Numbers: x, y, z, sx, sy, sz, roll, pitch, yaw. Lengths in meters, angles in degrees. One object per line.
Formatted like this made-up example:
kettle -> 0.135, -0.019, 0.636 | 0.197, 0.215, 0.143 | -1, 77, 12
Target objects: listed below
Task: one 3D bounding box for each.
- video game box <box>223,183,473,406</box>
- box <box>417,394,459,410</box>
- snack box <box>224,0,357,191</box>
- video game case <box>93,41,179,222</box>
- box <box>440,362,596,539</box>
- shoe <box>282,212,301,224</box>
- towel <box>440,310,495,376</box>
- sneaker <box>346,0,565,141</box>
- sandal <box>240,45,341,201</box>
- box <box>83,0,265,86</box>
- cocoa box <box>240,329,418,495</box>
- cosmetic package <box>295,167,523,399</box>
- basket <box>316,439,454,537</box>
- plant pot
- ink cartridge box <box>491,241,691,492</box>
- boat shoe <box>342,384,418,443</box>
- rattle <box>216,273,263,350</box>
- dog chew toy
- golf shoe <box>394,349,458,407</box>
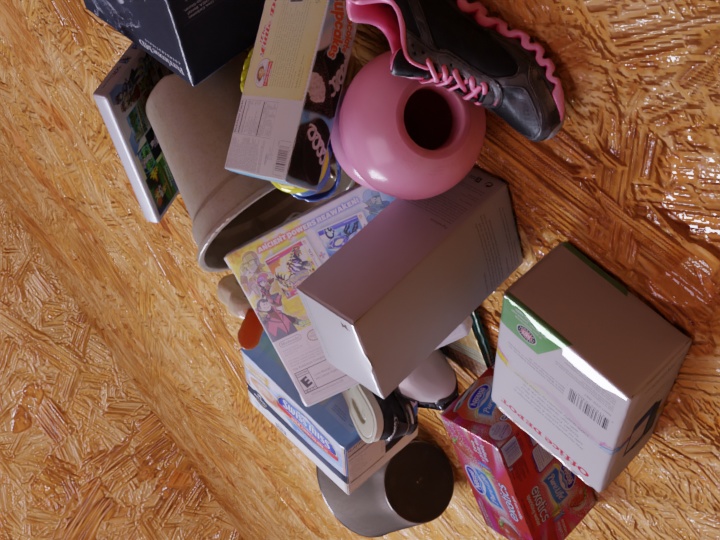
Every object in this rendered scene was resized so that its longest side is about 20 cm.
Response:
video game box -> -0.013, 0.019, 1.182 | 0.183, 0.199, 0.047 | 61, -161, -11
box -> 0.029, 0.087, 1.459 | 0.201, 0.036, 0.143 | 54, 159, -13
snack box -> -0.055, -0.176, 0.999 | 0.037, 0.202, 0.116 | 13, -177, -34
video game case -> -0.221, -0.186, 1.313 | 0.022, 0.183, 0.201 | 14, 145, 20
box -> 0.177, 0.211, 1.272 | 0.095, 0.100, 0.201 | 26, 149, 47
shoe -> 0.000, 0.000, 1.227 | 0.198, 0.070, 0.054 | 27, 134, 3
towel -> 0.080, 0.029, 1.279 | 0.146, 0.022, 0.201 | 28, 151, 45
sneaker -> 0.068, -0.163, 0.880 | 0.200, 0.095, 0.079 | 46, 157, 8
sandal -> -0.063, -0.144, 1.114 | 0.087, 0.079, 0.202 | 52, -154, -57
box -> -0.203, -0.323, 1.132 | 0.196, 0.117, 0.201 | 37, 157, 31
cocoa box -> -0.038, 0.154, 1.469 | 0.200, 0.133, 0.132 | 40, 155, 26
cosmetic package -> 0.050, 0.004, 1.045 | 0.085, 0.200, 0.108 | 31, 152, 40
basket -> 0.042, 0.308, 1.673 | 0.181, 0.136, 0.200 | 58, 155, -6
plant pot -> -0.131, -0.131, 1.240 | 0.184, 0.199, 0.201 | 58, 161, 12
ink cartridge box -> 0.200, 0.092, 1.046 | 0.145, 0.087, 0.201 | 40, 155, 25
boat shoe -> 0.007, 0.116, 1.378 | 0.072, 0.067, 0.201 | 108, 146, -45
rattle -> -0.109, -0.001, 1.387 | 0.129, 0.144, 0.200 | 25, -167, 2
dog chew toy -> 0.028, -0.123, 1.001 | 0.125, 0.124, 0.200 | 54, 166, -12
golf shoe -> 0.038, 0.070, 1.299 | 0.200, 0.078, 0.095 | 46, 159, 5
